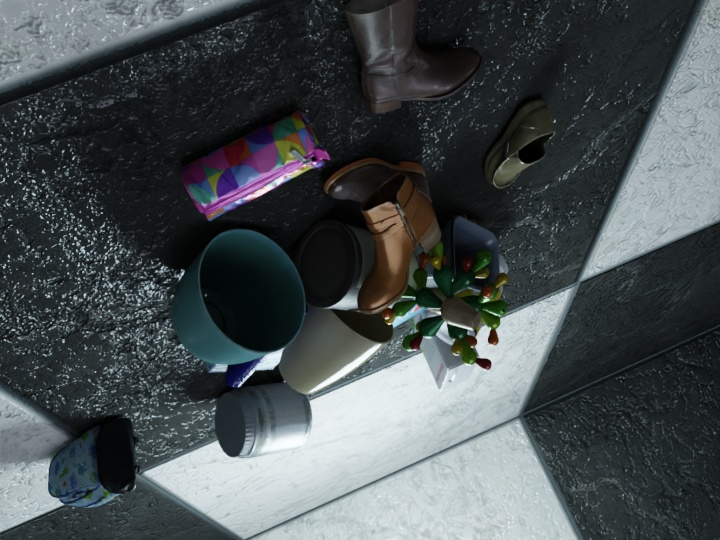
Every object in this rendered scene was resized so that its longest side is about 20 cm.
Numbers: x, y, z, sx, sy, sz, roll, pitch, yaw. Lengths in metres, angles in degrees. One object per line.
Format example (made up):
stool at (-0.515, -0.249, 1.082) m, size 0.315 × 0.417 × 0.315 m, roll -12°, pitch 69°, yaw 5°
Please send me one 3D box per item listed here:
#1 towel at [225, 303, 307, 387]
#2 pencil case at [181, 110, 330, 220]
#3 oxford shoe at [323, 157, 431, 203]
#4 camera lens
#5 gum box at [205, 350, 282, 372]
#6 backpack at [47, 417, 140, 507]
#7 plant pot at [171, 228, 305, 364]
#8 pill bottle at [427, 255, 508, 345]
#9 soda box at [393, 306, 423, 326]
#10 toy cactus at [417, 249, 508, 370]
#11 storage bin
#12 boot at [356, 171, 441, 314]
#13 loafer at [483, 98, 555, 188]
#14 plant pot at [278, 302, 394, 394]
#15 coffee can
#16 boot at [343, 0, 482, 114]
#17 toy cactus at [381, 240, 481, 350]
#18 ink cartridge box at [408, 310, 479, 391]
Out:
towel at (-0.168, 0.103, 1.338) m, size 0.200 × 0.049 × 0.148 m, roll -48°, pitch -167°, yaw 14°
pencil case at (-0.143, -0.143, 1.020) m, size 0.196 × 0.090 × 0.089 m, roll -26°, pitch 154°, yaw 3°
oxford shoe at (0.034, -0.131, 1.208) m, size 0.196 × 0.074 × 0.072 m, roll -8°, pitch 149°, yaw -31°
camera lens at (-0.223, 0.349, 1.766) m, size 0.197 × 0.162 × 0.160 m, roll 0°, pitch 145°, yaw -41°
gum box at (-0.199, 0.134, 1.522) m, size 0.168 × 0.045 × 0.200 m, roll 3°, pitch 142°, yaw -45°
backpack at (-0.581, 0.430, 1.625) m, size 0.151 × 0.167 × 0.199 m, roll 10°, pitch 145°, yaw -37°
plant pot at (-0.212, 0.059, 1.215) m, size 0.198 × 0.205 × 0.160 m, roll 1°, pitch 158°, yaw -42°
pill bottle at (0.234, 0.054, 1.601) m, size 0.201 × 0.111 × 0.113 m, roll -53°, pitch 166°, yaw -27°
soda box at (0.077, 0.074, 1.636) m, size 0.197 × 0.065 × 0.068 m, roll -31°, pitch 154°, yaw 11°
toy cactus at (0.174, 0.064, 1.315) m, size 0.161 × 0.205 × 0.102 m, roll 8°, pitch -165°, yaw 23°
storage bin at (0.173, -0.028, 1.476) m, size 0.132 × 0.150 × 0.198 m, roll -7°, pitch 166°, yaw 33°
boot at (0.036, -0.044, 1.177) m, size 0.201 × 0.073 × 0.155 m, roll -52°, pitch 139°, yaw -11°
loafer at (0.272, -0.203, 1.293) m, size 0.074 × 0.068 × 0.201 m, roll -14°, pitch 152°, yaw -20°
plant pot at (-0.065, 0.136, 1.438) m, size 0.185 × 0.189 × 0.201 m, roll 11°, pitch 126°, yaw -50°
coffee can at (0.000, 0.000, 1.335) m, size 0.146 × 0.149 × 0.198 m, roll -39°, pitch 151°, yaw 28°
boot at (0.074, -0.301, 0.954) m, size 0.183 × 0.065 × 0.201 m, roll -25°, pitch 149°, yaw -6°
toy cactus at (0.123, 0.050, 1.254) m, size 0.101 × 0.163 × 0.204 m, roll 8°, pitch 102°, yaw -58°
ink cartridge box at (0.186, 0.150, 1.715) m, size 0.082 × 0.203 × 0.146 m, roll -18°, pitch 154°, yaw -11°
